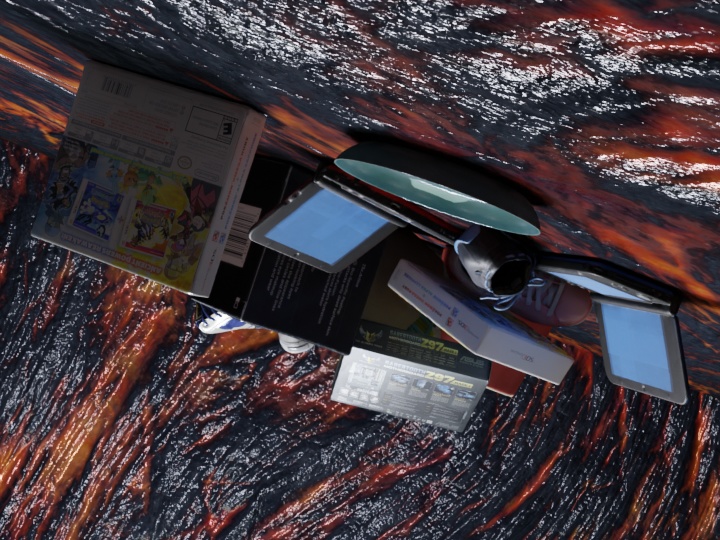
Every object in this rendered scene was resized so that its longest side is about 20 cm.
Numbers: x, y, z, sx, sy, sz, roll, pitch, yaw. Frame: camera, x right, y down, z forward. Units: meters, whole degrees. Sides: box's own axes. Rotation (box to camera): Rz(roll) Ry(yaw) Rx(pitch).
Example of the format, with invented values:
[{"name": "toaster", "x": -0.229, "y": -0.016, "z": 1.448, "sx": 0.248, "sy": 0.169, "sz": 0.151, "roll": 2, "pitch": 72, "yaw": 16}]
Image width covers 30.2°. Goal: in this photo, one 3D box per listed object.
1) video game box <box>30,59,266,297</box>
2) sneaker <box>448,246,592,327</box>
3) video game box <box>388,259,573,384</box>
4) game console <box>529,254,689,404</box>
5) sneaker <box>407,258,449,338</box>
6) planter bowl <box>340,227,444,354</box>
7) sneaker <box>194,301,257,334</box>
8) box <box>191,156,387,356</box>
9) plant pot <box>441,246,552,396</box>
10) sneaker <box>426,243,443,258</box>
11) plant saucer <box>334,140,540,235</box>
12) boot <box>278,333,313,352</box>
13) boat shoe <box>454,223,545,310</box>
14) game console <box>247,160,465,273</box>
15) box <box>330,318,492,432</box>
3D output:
[{"name": "video game box", "x": -0.206, "y": -0.090, "z": 1.292, "sx": 0.198, "sy": 0.185, "sz": 0.047, "roll": 19, "pitch": 178, "yaw": 24}, {"name": "sneaker", "x": 0.204, "y": 0.020, "z": 1.710, "sx": 0.198, "sy": 0.076, "sz": 0.105, "roll": 24, "pitch": -177, "yaw": 4}, {"name": "video game box", "x": 0.157, "y": 0.067, "z": 1.735, "sx": 0.199, "sy": 0.047, "sz": 0.182, "roll": 22, "pitch": -170, "yaw": -46}, {"name": "game console", "x": 0.288, "y": 0.065, "z": 1.575, "sx": 0.169, "sy": 0.120, "sz": 0.200, "roll": 20, "pitch": 177, "yaw": -18}, {"name": "sneaker", "x": 0.079, "y": 0.073, "z": 1.917, "sx": 0.079, "sy": 0.203, "sz": 0.077, "roll": 18, "pitch": 167, "yaw": -17}, {"name": "planter bowl", "x": 0.000, "y": 0.000, "z": 1.880, "sx": 0.135, "sy": 0.200, "sz": 0.200, "roll": 50, "pitch": 164, "yaw": -23}, {"name": "sneaker", "x": -0.191, "y": 0.046, "z": 1.944, "sx": 0.113, "sy": 0.082, "sz": 0.200, "roll": -13, "pitch": 156, "yaw": -2}, {"name": "box", "x": -0.083, "y": -0.019, "z": 1.702, "sx": 0.199, "sy": 0.199, "sz": 0.117, "roll": 21, "pitch": 177, "yaw": -43}, {"name": "plant pot", "x": 0.189, "y": 0.080, "z": 1.984, "sx": 0.198, "sy": 0.180, "sz": 0.200, "roll": 19, "pitch": 178, "yaw": 1}, {"name": "sneaker", "x": 0.134, "y": 0.013, "z": 2.119, "sx": 0.198, "sy": 0.077, "sz": 0.114, "roll": 28, "pitch": 177, "yaw": -24}, {"name": "plant saucer", "x": 0.073, "y": -0.077, "z": 1.210, "sx": 0.198, "sy": 0.028, "sz": 0.200, "roll": 20, "pitch": 178, "yaw": 1}, {"name": "boot", "x": -0.101, "y": 0.026, "z": 1.940, "sx": 0.072, "sy": 0.097, "sz": 0.201, "roll": -12, "pitch": -149, "yaw": -4}, {"name": "boat shoe", "x": 0.161, "y": 0.006, "z": 1.535, "sx": 0.069, "sy": 0.084, "sz": 0.199, "roll": 49, "pitch": -167, "yaw": 25}, {"name": "game console", "x": 0.005, "y": -0.035, "z": 1.507, "sx": 0.171, "sy": 0.120, "sz": 0.199, "roll": 28, "pitch": -177, "yaw": 33}, {"name": "box", "x": 0.067, "y": 0.144, "z": 1.817, "sx": 0.197, "sy": 0.052, "sz": 0.158, "roll": 13, "pitch": 147, "yaw": -2}]
